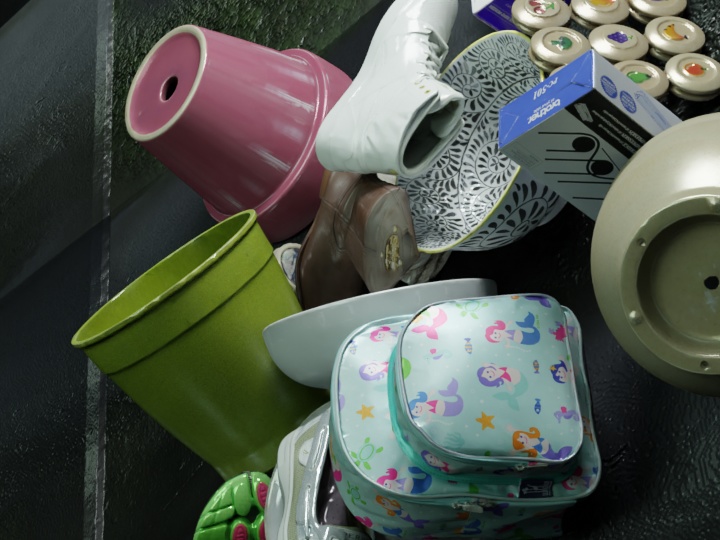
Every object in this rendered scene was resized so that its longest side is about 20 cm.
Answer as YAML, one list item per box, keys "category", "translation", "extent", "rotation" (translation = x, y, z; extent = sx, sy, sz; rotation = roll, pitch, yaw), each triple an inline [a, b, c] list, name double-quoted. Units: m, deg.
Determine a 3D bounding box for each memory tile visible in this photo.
- category: "memory tile"
  translation: [0.203, -0.201, 1.493]
  extent: [0.017, 0.153, 0.200]
  rotation: [96, 163, -44]

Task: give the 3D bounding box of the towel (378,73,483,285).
- category: "towel"
  translation: [0.061, -0.087, 1.680]
  extent: [0.133, 0.034, 0.200]
  rotation: [22, 86, 54]

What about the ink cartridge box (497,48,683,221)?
- category: "ink cartridge box"
  translation: [0.204, -0.075, 1.348]
  extent: [0.094, 0.200, 0.044]
  rotation: [-32, 39, 37]

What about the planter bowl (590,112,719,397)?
- category: "planter bowl"
  translation: [0.245, -0.001, 1.225]
  extent: [0.200, 0.135, 0.200]
  rotation: [3, 101, 18]

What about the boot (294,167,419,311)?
- category: "boot"
  translation: [0.000, 0.000, 1.583]
  extent: [0.200, 0.064, 0.186]
  rotation: [-134, 46, -67]

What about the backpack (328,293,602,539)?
- category: "backpack"
  translation: [0.074, 0.110, 1.365]
  extent: [0.200, 0.151, 0.178]
  rotation: [-4, 58, 0]

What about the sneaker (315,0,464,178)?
- category: "sneaker"
  translation: [0.057, -0.161, 1.550]
  extent: [0.116, 0.074, 0.200]
  rotation: [13, 68, 43]

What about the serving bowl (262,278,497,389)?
- category: "serving bowl"
  translation: [0.021, 0.062, 1.519]
  extent: [0.200, 0.200, 0.066]
  rotation: [-19, 78, 44]

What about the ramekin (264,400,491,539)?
- category: "ramekin"
  translation: [0.010, 0.195, 1.505]
  extent: [0.200, 0.105, 0.200]
  rotation: [-29, 48, 39]

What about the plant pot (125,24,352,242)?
- category: "plant pot"
  translation: [-0.128, -0.152, 1.832]
  extent: [0.200, 0.179, 0.200]
  rotation: [-30, 47, 37]

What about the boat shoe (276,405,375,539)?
- category: "boat shoe"
  translation: [-0.018, 0.189, 1.395]
  extent: [0.065, 0.074, 0.202]
  rotation: [-46, 32, 30]

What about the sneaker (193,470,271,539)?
- category: "sneaker"
  translation: [-0.116, 0.252, 1.606]
  extent: [0.084, 0.077, 0.200]
  rotation: [-101, 21, -56]

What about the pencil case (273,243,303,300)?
- category: "pencil case"
  translation: [-0.108, 0.049, 1.765]
  extent: [0.200, 0.078, 0.089]
  rotation: [-36, 24, 33]

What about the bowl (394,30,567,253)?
- category: "bowl"
  translation: [0.124, -0.093, 1.543]
  extent: [0.201, 0.094, 0.201]
  rotation: [-40, 37, 40]

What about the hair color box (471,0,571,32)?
- category: "hair color box"
  translation: [0.187, -0.308, 1.636]
  extent: [0.200, 0.065, 0.109]
  rotation: [-35, 44, 36]

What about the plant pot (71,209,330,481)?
- category: "plant pot"
  translation: [-0.122, 0.081, 1.637]
  extent: [0.200, 0.193, 0.200]
  rotation: [-34, 11, 8]
